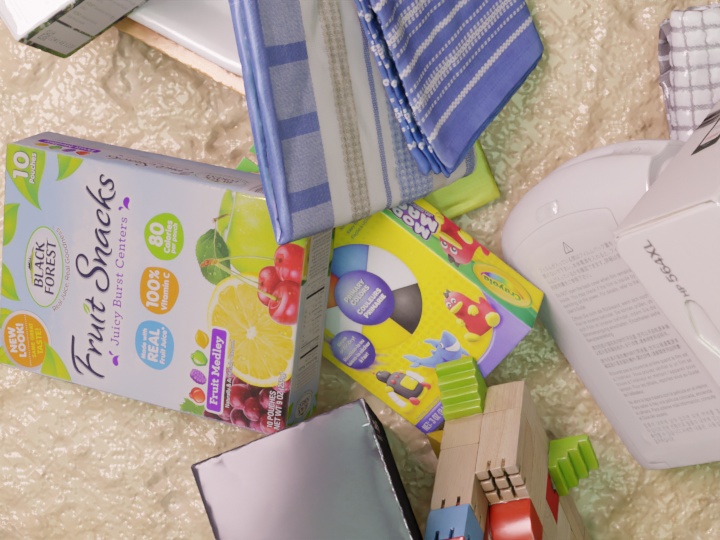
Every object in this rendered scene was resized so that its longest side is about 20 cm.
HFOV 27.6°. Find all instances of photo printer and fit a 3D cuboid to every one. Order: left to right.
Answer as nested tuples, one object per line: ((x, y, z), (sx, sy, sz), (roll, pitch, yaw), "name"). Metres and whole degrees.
((0.179, 0.019, 0.883), (0.069, 0.166, 0.201), (-38, 96, -30), "photo printer")

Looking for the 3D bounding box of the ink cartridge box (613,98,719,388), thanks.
((0.248, -0.033, 0.787), (0.146, 0.084, 0.200), (49, 59, -12), "ink cartridge box")

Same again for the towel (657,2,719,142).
((0.284, -0.093, 0.912), (0.197, 0.086, 0.168), (-8, 103, 3), "towel")

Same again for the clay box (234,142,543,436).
((0.000, 0.000, 0.906), (0.199, 0.048, 0.115), (36, 125, -6), "clay box")

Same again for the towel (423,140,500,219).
((0.013, -0.122, 0.934), (0.085, 0.018, 0.202), (-24, 97, 6), "towel")

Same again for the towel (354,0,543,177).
((0.047, -0.173, 0.851), (0.145, 0.024, 0.202), (-49, 129, -36), "towel")

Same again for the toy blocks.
((0.093, 0.171, 0.879), (0.099, 0.137, 0.201), (-14, 122, 20), "toy blocks")

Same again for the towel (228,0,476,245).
((0.001, -0.107, 0.844), (0.024, 0.199, 0.149), (-2, 103, 37), "towel")

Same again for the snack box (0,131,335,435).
((-0.119, 0.006, 0.881), (0.198, 0.053, 0.144), (13, 107, 18), "snack box")

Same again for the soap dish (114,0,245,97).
((-0.072, -0.220, 0.877), (0.156, 0.081, 0.202), (27, 95, 6), "soap dish")

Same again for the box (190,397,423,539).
((-0.008, 0.184, 0.853), (0.103, 0.200, 0.184), (-20, 79, 0), "box")

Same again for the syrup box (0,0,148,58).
((-0.116, -0.207, 0.802), (0.199, 0.079, 0.082), (-34, 87, 7), "syrup box")
